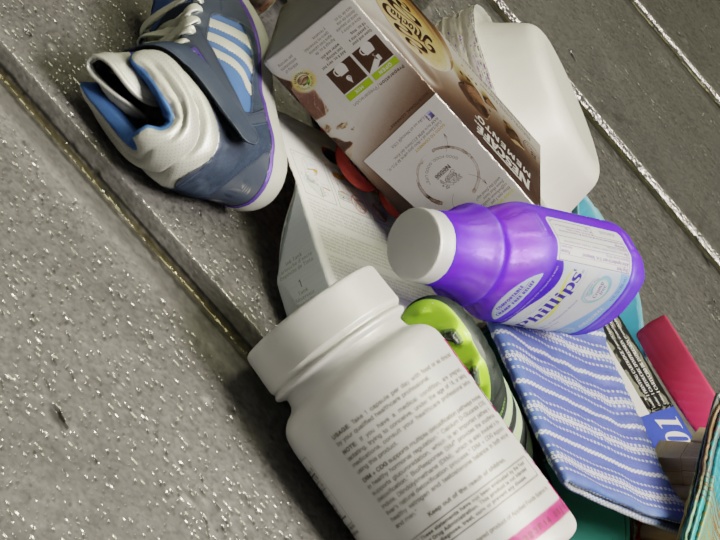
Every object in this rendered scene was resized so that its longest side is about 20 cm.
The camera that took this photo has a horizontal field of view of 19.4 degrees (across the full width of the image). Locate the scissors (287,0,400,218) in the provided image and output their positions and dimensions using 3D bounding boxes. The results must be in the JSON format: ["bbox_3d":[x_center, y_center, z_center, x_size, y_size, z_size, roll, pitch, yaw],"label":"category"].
[{"bbox_3d":[-0.010,-0.117,1.494,0.073,0.014,0.201,26,32,-42],"label":"scissors"}]

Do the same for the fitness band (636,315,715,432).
[{"bbox_3d":[0.271,0.112,1.656,0.144,0.037,0.200,53,7,-19],"label":"fitness band"}]

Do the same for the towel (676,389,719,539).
[{"bbox_3d":[0.245,0.204,1.435,0.147,0.022,0.201,61,40,-43],"label":"towel"}]

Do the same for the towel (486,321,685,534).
[{"bbox_3d":[0.148,0.081,1.439,0.144,0.024,0.201,25,33,-43],"label":"towel"}]

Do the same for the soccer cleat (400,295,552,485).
[{"bbox_3d":[0.075,0.095,1.369,0.081,0.067,0.201,-71,141,-60],"label":"soccer cleat"}]

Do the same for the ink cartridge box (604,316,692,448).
[{"bbox_3d":[0.186,0.112,1.566,0.094,0.044,0.201,-13,65,-36],"label":"ink cartridge box"}]

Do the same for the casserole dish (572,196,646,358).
[{"bbox_3d":[0.192,0.020,1.728,0.121,0.039,0.200,57,21,-27],"label":"casserole dish"}]

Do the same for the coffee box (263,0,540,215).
[{"bbox_3d":[0.032,-0.111,1.437,0.200,0.080,0.113,47,21,-17],"label":"coffee box"}]

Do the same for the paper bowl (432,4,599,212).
[{"bbox_3d":[0.120,-0.114,1.672,0.201,0.104,0.201,-90,154,-62],"label":"paper bowl"}]

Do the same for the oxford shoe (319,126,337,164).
[{"bbox_3d":[0.008,-0.113,1.592,0.073,0.071,0.201,47,32,-27],"label":"oxford shoe"}]

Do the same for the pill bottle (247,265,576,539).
[{"bbox_3d":[0.027,0.104,1.250,0.200,0.113,0.113,54,24,6],"label":"pill bottle"}]

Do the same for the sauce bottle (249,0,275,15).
[{"bbox_3d":[-0.140,-0.257,1.525,0.200,0.065,0.065,35,29,-36],"label":"sauce bottle"}]

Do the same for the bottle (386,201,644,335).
[{"bbox_3d":[0.100,-0.005,1.377,0.199,0.084,0.065,11,44,-47],"label":"bottle"}]

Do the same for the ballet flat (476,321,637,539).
[{"bbox_3d":[0.133,0.125,1.474,0.064,0.075,0.201,91,-27,-74],"label":"ballet flat"}]

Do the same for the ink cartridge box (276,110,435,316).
[{"bbox_3d":[0.000,0.000,1.425,0.162,0.050,0.201,21,38,-48],"label":"ink cartridge box"}]

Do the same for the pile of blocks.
[{"bbox_3d":[0.215,0.205,1.467,0.082,0.062,0.201,51,48,-51],"label":"pile of blocks"}]

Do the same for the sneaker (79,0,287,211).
[{"bbox_3d":[-0.125,-0.138,1.362,0.146,0.080,0.201,25,40,-53],"label":"sneaker"}]
